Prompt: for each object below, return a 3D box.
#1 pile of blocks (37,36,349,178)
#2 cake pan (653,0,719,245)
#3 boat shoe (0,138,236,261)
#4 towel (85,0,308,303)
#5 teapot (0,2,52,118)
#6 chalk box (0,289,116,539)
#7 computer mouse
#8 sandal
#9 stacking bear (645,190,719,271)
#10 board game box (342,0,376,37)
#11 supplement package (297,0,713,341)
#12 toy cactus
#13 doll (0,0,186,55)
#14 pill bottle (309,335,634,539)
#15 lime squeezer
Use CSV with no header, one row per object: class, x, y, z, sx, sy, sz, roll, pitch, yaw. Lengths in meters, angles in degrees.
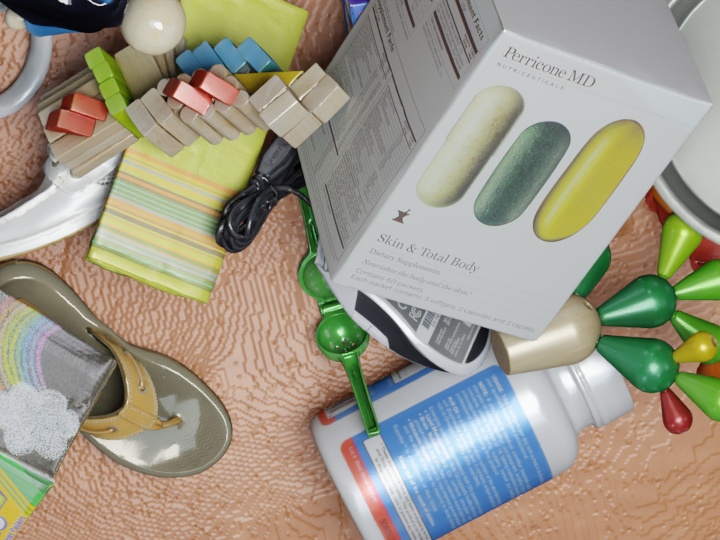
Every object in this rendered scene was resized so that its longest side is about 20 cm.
pile of blocks,-0.110,-0.112,1.475,0.199,0.062,0.083,-7,74,16
cake pan,0.269,-0.106,1.531,0.199,0.037,0.202,0,91,13
boat shoe,-0.170,-0.070,1.559,0.199,0.071,0.070,-29,103,-13
towel,-0.102,-0.085,1.537,0.086,0.018,0.201,22,81,-22
teapot,-0.302,-0.086,1.492,0.199,0.198,0.146,-2,146,11
chalk box,-0.278,0.076,1.525,0.199,0.125,0.124,32,130,-7
computer mouse,0.000,0.000,1.565,0.200,0.110,0.044,42,139,-16
sandal,-0.170,0.071,1.605,0.200,0.054,0.080,42,96,-18
stacking bear,0.282,-0.080,1.612,0.200,0.114,0.122,-37,83,14
board game box,0.091,-0.147,1.561,0.199,0.045,0.135,-11,134,-6
supplement package,0.079,-0.093,1.471,0.151,0.151,0.200,16,126,-27
toy cactus,0.161,0.027,1.560,0.164,0.102,0.201,-18,66,-14
doll,-0.192,-0.177,1.416,0.199,0.136,0.049,26,66,-15
pill bottle,0.076,0.103,1.626,0.199,0.112,0.113,-27,109,0
lime squeezer,-0.022,0.018,1.612,0.038,0.071,0.201,-18,78,12
